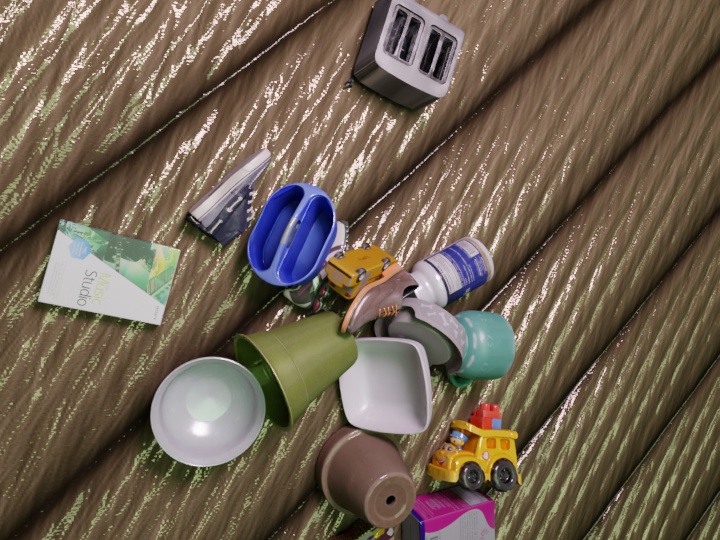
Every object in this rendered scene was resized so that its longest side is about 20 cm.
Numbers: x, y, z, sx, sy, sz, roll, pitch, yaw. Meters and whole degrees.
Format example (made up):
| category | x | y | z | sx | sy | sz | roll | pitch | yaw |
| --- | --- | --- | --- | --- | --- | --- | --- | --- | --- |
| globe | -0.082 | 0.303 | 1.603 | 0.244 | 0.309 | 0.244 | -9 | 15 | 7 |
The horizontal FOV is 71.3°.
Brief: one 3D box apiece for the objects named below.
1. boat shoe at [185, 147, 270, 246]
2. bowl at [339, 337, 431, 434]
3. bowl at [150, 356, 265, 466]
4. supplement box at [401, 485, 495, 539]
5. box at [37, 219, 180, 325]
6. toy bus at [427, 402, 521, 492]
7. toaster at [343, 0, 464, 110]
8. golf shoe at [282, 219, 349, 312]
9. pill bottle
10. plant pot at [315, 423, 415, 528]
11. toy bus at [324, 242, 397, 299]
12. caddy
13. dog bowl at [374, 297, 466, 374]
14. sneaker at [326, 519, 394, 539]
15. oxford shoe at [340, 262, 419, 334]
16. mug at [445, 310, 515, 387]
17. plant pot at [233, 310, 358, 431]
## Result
| category | x | y | z | sx | sy | sz | roll | pitch | yaw |
| --- | --- | --- | --- | --- | --- | --- | --- | --- | --- |
| boat shoe | -0.227 | -0.136 | 0.951 | 0.200 | 0.075 | 0.093 | -44 | 116 | -6 |
| bowl | 0.059 | 0.233 | 1.052 | 0.075 | 0.199 | 0.201 | -16 | 101 | -61 |
| bowl | -0.282 | 0.250 | 0.938 | 0.201 | 0.090 | 0.202 | -2 | 96 | -17 |
| supplement box | 0.204 | 0.584 | 1.170 | 0.199 | 0.103 | 0.102 | -3 | 95 | -22 |
| box | -0.437 | 0.006 | 0.886 | 0.200 | 0.036 | 0.145 | 15 | 89 | -24 |
| toy bus | 0.268 | 0.408 | 1.177 | 0.200 | 0.136 | 0.193 | 9 | 78 | -21 |
| toaster | 0.093 | -0.442 | 1.031 | 0.180 | 0.119 | 0.200 | 19 | 87 | -22 |
| golf shoe | -0.084 | -0.017 | 1.016 | 0.088 | 0.077 | 0.200 | 23 | 84 | -14 |
| pill bottle | 0.184 | 0.015 | 1.108 | 0.200 | 0.116 | 0.116 | -27 | 104 | -18 |
| plant pot | 0.028 | 0.439 | 1.045 | 0.200 | 0.175 | 0.201 | -2 | 96 | -24 |
| toy bus | 0.000 | 0.000 | 0.989 | 0.065 | 0.200 | 0.078 | 35 | 116 | 17 |
| caddy | -0.126 | -0.065 | 0.947 | 0.141 | 0.105 | 0.200 | 23 | 84 | 8 |
| dog bowl | 0.130 | 0.137 | 1.059 | 0.200 | 0.200 | 0.059 | 48 | 54 | -19 |
| sneaker | -0.013 | 0.618 | 1.095 | 0.200 | 0.075 | 0.090 | -26 | 99 | -18 |
| oxford shoe | 0.040 | 0.062 | 0.976 | 0.073 | 0.071 | 0.200 | 36 | 57 | 18 |
| mug | 0.251 | 0.182 | 1.128 | 0.114 | 0.152 | 0.186 | 8 | 88 | -26 |
| plant pot | -0.111 | 0.172 | 0.970 | 0.190 | 0.200 | 0.201 | -26 | 104 | -31 |
